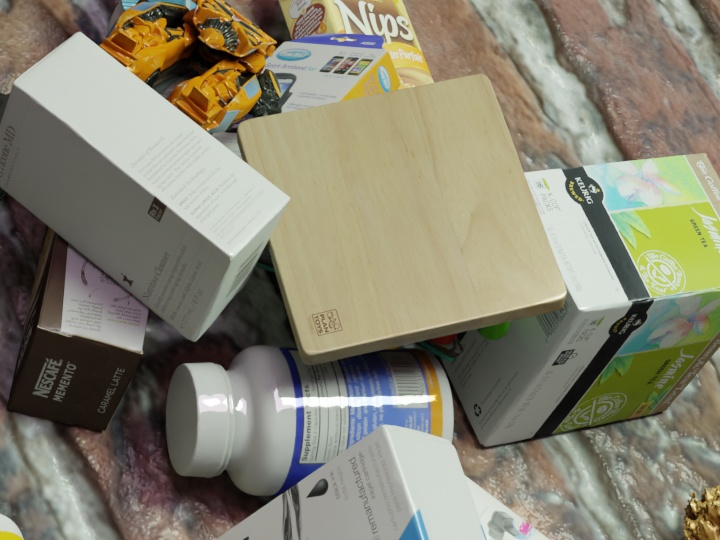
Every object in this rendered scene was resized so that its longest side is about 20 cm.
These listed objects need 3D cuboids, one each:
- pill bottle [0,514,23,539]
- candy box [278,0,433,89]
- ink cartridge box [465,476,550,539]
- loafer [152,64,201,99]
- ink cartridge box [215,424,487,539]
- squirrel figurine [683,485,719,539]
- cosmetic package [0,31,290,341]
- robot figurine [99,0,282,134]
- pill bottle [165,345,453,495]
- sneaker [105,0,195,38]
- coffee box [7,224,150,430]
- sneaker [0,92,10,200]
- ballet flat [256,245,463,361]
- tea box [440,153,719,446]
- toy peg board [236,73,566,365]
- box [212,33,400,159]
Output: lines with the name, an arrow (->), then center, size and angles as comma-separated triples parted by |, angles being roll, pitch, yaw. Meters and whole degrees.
pill bottle -> -0.260, 0.227, 1.257 | 0.111, 0.111, 0.201 | -10, 60, -30
candy box -> 0.003, -0.183, 1.698 | 0.115, 0.055, 0.201 | 14, 48, -44
ink cartridge box -> 0.093, 0.236, 1.405 | 0.200, 0.115, 0.068 | 37, 49, 5
loafer -> -0.153, -0.130, 1.557 | 0.063, 0.072, 0.200 | 23, 13, 15
ink cartridge box -> -0.010, 0.220, 1.304 | 0.086, 0.200, 0.147 | 21, 41, -48
squirrel figurine -> 0.327, 0.260, 1.504 | 0.186, 0.142, 0.200 | -26, 54, -25
cosmetic package -> -0.161, -0.060, 1.368 | 0.199, 0.113, 0.081 | 36, 49, 6
robot figurine -> -0.127, -0.161, 1.484 | 0.145, 0.058, 0.200 | 37, 26, 1
pill bottle -> -0.040, 0.112, 1.442 | 0.199, 0.112, 0.113 | 1, 55, -22
sneaker -> -0.178, -0.221, 1.660 | 0.076, 0.081, 0.200 | 25, 29, -2
coffee box -> -0.201, 0.002, 1.450 | 0.079, 0.115, 0.201 | 15, 50, -13
sneaker -> -0.272, -0.112, 1.537 | 0.199, 0.076, 0.091 | -19, 55, -38
ballet flat -> 0.000, 0.000, 1.502 | 0.199, 0.072, 0.072 | 26, 48, 11
tea box -> 0.188, 0.023, 1.552 | 0.196, 0.200, 0.134 | -9, 59, -28
toy peg board -> 0.026, -0.022, 1.444 | 0.198, 0.098, 0.201 | -12, 62, -11
box -> -0.057, -0.126, 1.571 | 0.118, 0.042, 0.200 | 10, 44, 39
